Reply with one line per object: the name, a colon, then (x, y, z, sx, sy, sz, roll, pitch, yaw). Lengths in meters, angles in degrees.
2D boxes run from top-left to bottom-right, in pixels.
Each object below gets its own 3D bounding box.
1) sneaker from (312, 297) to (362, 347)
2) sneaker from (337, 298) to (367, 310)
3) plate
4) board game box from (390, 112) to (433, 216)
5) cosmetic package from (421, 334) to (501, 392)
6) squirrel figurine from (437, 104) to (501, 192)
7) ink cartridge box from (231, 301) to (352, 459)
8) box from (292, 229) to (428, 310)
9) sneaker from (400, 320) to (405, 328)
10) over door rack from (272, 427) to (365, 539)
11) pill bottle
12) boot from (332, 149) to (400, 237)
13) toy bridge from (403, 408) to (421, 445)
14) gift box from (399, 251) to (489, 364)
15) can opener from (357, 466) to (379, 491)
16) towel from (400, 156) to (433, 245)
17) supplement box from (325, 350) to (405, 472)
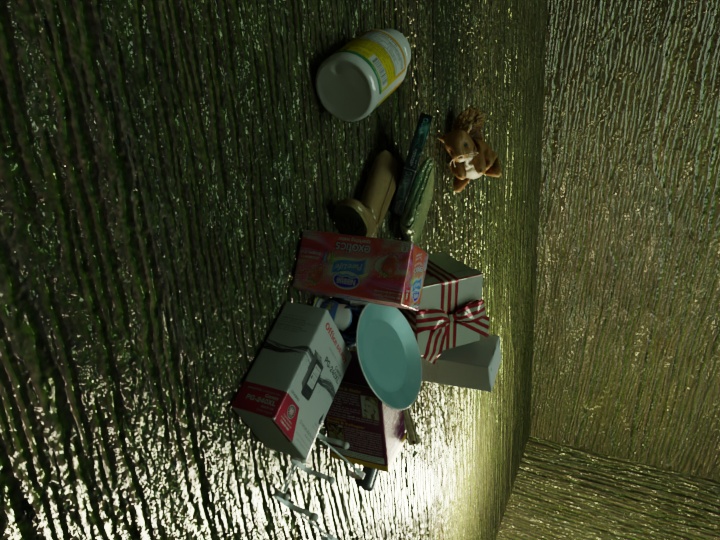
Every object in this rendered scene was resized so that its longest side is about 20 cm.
sneaker: (-0.023, 0.106, 1.076, 0.200, 0.082, 0.074, 34, 65, -64)
sneaker: (0.008, 0.040, 1.155, 0.200, 0.073, 0.071, 11, 108, -62)
plate: (0.047, 0.153, 1.045, 0.200, 0.025, 0.201, 31, 48, -42)
board game box: (0.106, -0.218, 1.222, 0.200, 0.028, 0.136, 102, 5, -70)
cosmetic package: (0.212, 0.199, 1.320, 0.113, 0.199, 0.082, -52, 141, -46)
squirrel figurine: (0.278, -0.341, 1.556, 0.186, 0.141, 0.201, 29, 57, -52)
ink cartridge box: (-0.102, 0.173, 0.928, 0.201, 0.083, 0.146, -64, 149, -32)
box: (0.000, 0.000, 0.959, 0.095, 0.199, 0.103, 23, 77, -65)
sneaker: (0.056, 0.121, 1.209, 0.200, 0.079, 0.075, 81, 19, -80)
over door rack: (-0.060, 0.390, 1.051, 0.200, 0.066, 0.148, 57, 46, -35)
pill bottle: (0.014, -0.347, 0.998, 0.200, 0.112, 0.113, -54, 142, -44)
boot: (0.017, -0.151, 1.117, 0.175, 0.066, 0.201, 74, 33, -61)
toy bridge: (0.089, 0.260, 1.197, 0.067, 0.027, 0.201, 40, 38, -76)
gift box: (0.167, 0.082, 1.262, 0.183, 0.187, 0.201, -15, 114, -18)
can opener: (0.052, 0.409, 1.334, 0.201, 0.066, 0.053, -64, 150, -25)
towel: (0.135, -0.152, 1.357, 0.149, 0.036, 0.201, 73, 33, -64)
supplement box: (0.007, 0.271, 1.126, 0.103, 0.130, 0.201, -45, 136, -53)
